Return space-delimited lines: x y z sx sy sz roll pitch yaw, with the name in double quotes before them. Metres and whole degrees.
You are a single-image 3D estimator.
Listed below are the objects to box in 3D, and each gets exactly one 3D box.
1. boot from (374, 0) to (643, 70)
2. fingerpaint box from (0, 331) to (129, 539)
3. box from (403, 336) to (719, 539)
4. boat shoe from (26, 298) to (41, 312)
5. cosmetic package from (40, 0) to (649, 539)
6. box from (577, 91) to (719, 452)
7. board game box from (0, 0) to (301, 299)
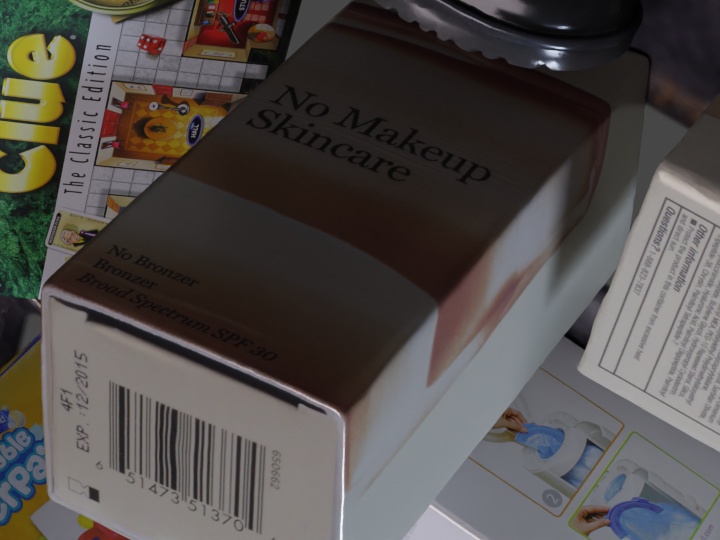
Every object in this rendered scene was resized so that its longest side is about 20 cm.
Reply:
"boot" 0.035 -0.172 0.704 0.165 0.066 0.200 30 131 10
"fingerpaint box" -0.129 0.143 0.959 0.167 0.200 0.073 46 137 -5
"box" 0.018 0.075 0.872 0.200 0.101 0.113 35 135 8
"boat shoe" -0.156 -0.053 0.923 0.073 0.065 0.200 -21 110 41
"cosmetic package" 0.000 0.000 0.757 0.103 0.200 0.087 20 131 19
"box" 0.176 0.029 0.741 0.200 0.078 0.095 31 135 12
"board game box" -0.083 -0.058 0.843 0.105 0.023 0.200 7 139 -10
